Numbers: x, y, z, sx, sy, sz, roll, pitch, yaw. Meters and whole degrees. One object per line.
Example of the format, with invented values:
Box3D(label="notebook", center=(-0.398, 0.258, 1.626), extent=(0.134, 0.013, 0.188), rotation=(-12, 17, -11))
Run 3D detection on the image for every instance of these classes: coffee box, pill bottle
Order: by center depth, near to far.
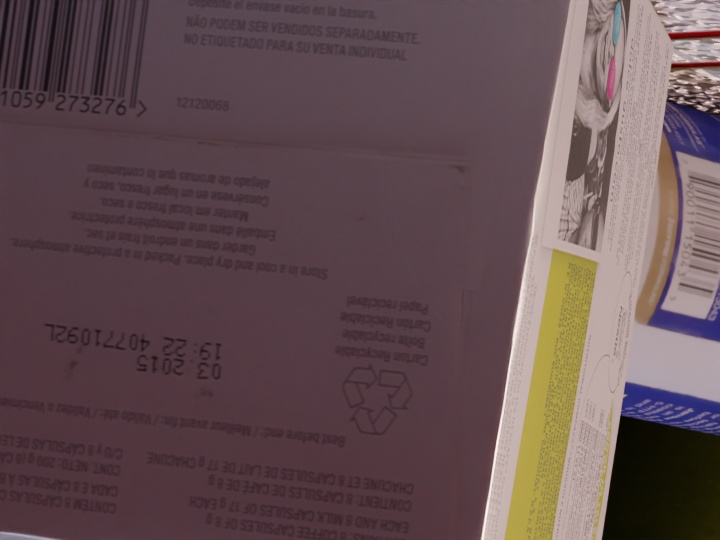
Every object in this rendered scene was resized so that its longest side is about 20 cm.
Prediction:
Box3D(label="coffee box", center=(-0.024, -0.005, 0.869), extent=(0.199, 0.201, 0.198), rotation=(7, 173, 15))
Box3D(label="pill bottle", center=(0.136, 0.002, 1.083), extent=(0.199, 0.120, 0.119), rotation=(14, 171, -36))

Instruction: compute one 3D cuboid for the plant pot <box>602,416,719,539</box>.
Box3D(label="plant pot", center=(0.096, 0.061, 1.234), extent=(0.199, 0.201, 0.184), rotation=(11, 169, -23))

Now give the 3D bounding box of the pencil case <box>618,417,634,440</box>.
Box3D(label="pencil case", center=(0.166, 0.071, 1.364), extent=(0.200, 0.085, 0.092), rotation=(46, -144, 15))
